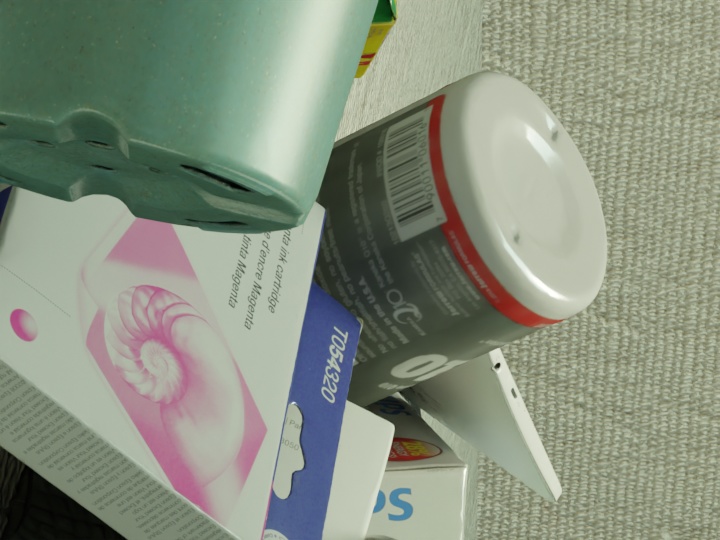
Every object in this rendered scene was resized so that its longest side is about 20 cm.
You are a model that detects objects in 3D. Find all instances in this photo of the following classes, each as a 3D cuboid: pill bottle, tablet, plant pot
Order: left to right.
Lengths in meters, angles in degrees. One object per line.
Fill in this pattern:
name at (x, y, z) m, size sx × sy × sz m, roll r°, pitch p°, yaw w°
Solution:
plant pot at (-0.069, -0.126, 1.009) m, size 0.200 × 0.199 × 0.197 m, roll 61°, pitch 41°, yaw -77°
pill bottle at (0.000, 0.000, 1.323) m, size 0.114 × 0.199 × 0.114 m, roll 35°, pitch 42°, yaw -40°
tablet at (0.017, 0.030, 1.454) m, size 0.014 × 0.200 × 0.130 m, roll -40°, pitch 134°, yaw -16°

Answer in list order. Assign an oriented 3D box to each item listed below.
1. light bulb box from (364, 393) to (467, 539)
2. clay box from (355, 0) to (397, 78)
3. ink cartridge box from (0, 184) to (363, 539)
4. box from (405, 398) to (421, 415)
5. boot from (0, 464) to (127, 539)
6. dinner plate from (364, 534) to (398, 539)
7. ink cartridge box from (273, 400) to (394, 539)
light bulb box at (-0.029, 0.171, 1.475) m, size 0.198 × 0.124 × 0.201 m, roll -138°, pitch -131°, yaw -74°
clay box at (-0.014, -0.157, 1.356) m, size 0.200 × 0.047 × 0.116 m, roll 128°, pitch -42°, yaw -84°
ink cartridge box at (-0.068, 0.021, 1.146) m, size 0.200 × 0.043 × 0.197 m, roll 39°, pitch 37°, yaw -25°
box at (-0.021, 0.133, 1.651) m, size 0.141 × 0.078 × 0.201 m, roll -31°, pitch 115°, yaw -63°
boot at (-0.119, 0.138, 1.190) m, size 0.131 × 0.067 × 0.201 m, roll 101°, pitch 2°, yaw -57°
dinner plate at (0.037, 0.207, 1.241) m, size 0.200 × 0.024 × 0.201 m, roll 41°, pitch -43°, yaw 53°
ink cartridge box at (-0.066, 0.158, 1.246) m, size 0.145 × 0.084 × 0.201 m, roll 125°, pitch -15°, yaw -51°
